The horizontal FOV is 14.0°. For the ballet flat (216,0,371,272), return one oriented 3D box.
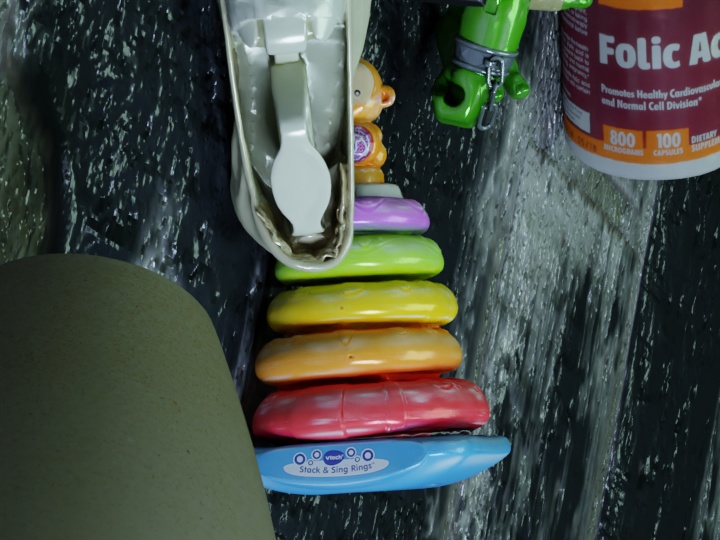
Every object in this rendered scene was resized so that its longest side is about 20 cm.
[{"bbox_3d":[-0.028,-0.088,1.225,0.069,0.069,0.200,-54,145,-54],"label":"ballet flat"}]

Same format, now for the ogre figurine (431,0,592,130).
[{"bbox_3d":[0.082,-0.169,1.492,0.200,0.098,0.120,-40,154,-42],"label":"ogre figurine"}]

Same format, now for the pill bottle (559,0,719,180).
[{"bbox_3d":[0.172,-0.164,1.708,0.114,0.114,0.200,-56,148,-52],"label":"pill bottle"}]

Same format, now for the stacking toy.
[{"bbox_3d":[0.000,0.000,1.327,0.110,0.116,0.200,12,74,-74],"label":"stacking toy"}]

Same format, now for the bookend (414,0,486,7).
[{"bbox_3d":[0.007,-0.245,1.237,0.200,0.092,0.199,48,52,-64],"label":"bookend"}]

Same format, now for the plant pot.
[{"bbox_3d":[-0.101,0.102,0.971,0.187,0.187,0.200,72,17,-51],"label":"plant pot"}]
